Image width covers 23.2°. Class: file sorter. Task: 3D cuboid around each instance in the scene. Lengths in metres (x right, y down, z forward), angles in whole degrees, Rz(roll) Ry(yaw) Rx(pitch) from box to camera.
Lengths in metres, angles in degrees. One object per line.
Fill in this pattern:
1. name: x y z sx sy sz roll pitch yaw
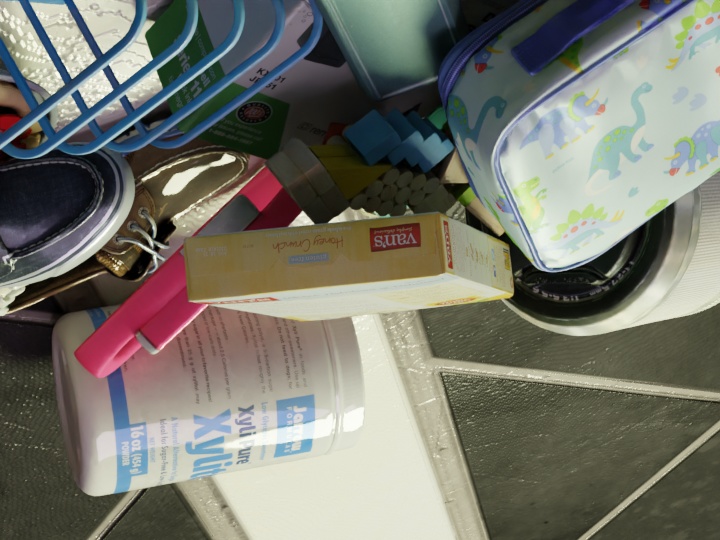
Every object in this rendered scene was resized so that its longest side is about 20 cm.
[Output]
1. file sorter: -0.127 -0.133 0.855 0.139 0.123 0.200 -33 173 23

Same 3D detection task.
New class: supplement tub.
1. supplement tub: -0.109 0.080 1.240 0.199 0.132 0.132 -9 146 -16

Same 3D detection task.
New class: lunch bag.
1. lunch bag: 0.146 -0.104 0.959 0.200 0.083 0.161 -35 145 -2

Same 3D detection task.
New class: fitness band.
1. fitness band: -0.099 -0.004 1.114 0.200 0.037 0.144 -43 -175 3

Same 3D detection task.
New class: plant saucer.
1. plant saucer: 0.014 -0.136 0.896 0.070 0.019 0.200 -18 161 6

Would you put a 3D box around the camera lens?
1. camera lens: 0.175 -0.044 1.144 0.160 0.160 0.200 -42 161 30

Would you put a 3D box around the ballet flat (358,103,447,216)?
1. ballet flat: 0.055 -0.120 1.093 0.200 0.070 0.069 -45 142 11

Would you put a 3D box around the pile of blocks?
1. pile of blocks: 0.026 -0.072 1.010 0.200 0.062 0.082 0 127 -41

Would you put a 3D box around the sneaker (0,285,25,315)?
1. sneaker: -0.232 0.016 1.059 0.199 0.094 0.070 -15 177 21

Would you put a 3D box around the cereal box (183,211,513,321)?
1. cereal box: 0.000 0.000 1.004 0.143 0.040 0.200 -6 174 14

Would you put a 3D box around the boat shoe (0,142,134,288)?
1. boat shoe: -0.226 -0.021 0.963 0.200 0.071 0.091 -21 170 8

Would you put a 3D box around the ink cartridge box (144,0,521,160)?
1. ink cartridge box: -0.002 -0.152 1.000 0.146 0.083 0.200 15 133 -43

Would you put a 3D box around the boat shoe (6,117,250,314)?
1. boat shoe: -0.153 -0.029 1.109 0.200 0.073 0.072 -26 148 10

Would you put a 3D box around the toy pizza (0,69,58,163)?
1. toy pizza: -0.265 -0.055 0.996 0.200 0.032 0.200 -21 166 -6
